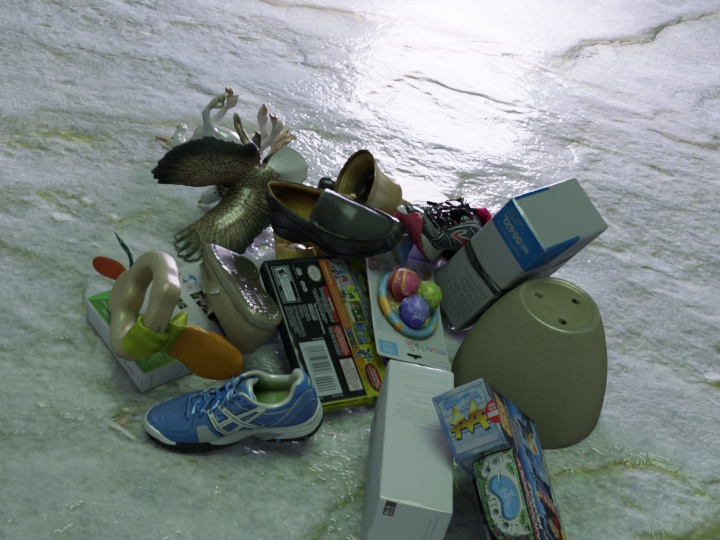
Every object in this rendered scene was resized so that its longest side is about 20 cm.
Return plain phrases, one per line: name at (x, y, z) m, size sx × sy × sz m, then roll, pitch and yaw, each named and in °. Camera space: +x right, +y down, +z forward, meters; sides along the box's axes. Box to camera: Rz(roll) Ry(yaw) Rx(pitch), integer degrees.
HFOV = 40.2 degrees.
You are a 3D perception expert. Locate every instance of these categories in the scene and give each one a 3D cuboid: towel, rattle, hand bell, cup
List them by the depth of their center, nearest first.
rattle at (-0.226, 0.037, 1.152) m, size 0.141 × 0.133 × 0.199 m, roll 5°, pitch 11°, yaw -28°
cup at (0.226, 0.095, 1.221) m, size 0.196 × 0.145 × 0.202 m, roll 9°, pitch 38°, yaw -8°
hand bell at (0.069, -0.086, 1.371) m, size 0.198 × 0.105 × 0.105 m, roll 18°, pitch 32°, yaw -31°
towel at (0.117, -0.070, 1.466) m, size 0.199 × 0.023 × 0.143 m, roll 40°, pitch 33°, yaw 29°

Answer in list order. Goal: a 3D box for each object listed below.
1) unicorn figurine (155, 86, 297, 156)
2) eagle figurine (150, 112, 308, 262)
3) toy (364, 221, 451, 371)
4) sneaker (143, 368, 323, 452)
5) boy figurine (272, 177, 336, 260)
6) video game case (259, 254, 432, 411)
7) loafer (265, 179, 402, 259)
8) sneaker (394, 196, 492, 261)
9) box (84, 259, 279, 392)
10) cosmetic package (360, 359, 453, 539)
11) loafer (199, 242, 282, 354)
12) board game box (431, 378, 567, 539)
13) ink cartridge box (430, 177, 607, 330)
unicorn figurine at (-0.206, -0.201, 1.474) m, size 0.198 × 0.139 × 0.074 m, roll 29°, pitch 21°, yaw -3°
eagle figurine at (-0.182, -0.113, 1.363) m, size 0.151 × 0.152 × 0.200 m, roll 36°, pitch 30°, yaw 5°
toy at (0.064, 0.021, 1.238) m, size 0.114 × 0.047 × 0.202 m, roll 16°, pitch 46°, yaw -30°
sneaker at (-0.141, 0.145, 1.078) m, size 0.196 × 0.078 × 0.076 m, roll -8°, pitch 42°, yaw -4°
boy figurine at (-0.070, -0.053, 1.363) m, size 0.122 × 0.065 × 0.201 m, roll 13°, pitch 37°, yaw 18°
video game case at (-0.014, 0.071, 1.213) m, size 0.178 × 0.026 × 0.202 m, roll -5°, pitch 59°, yaw -29°
loafer at (-0.040, -0.067, 1.244) m, size 0.197 × 0.073 × 0.073 m, roll 10°, pitch 53°, yaw 28°
sneaker at (0.110, -0.064, 1.286) m, size 0.081 × 0.074 × 0.199 m, roll 59°, pitch 23°, yaw 14°
box at (-0.217, 0.059, 1.209) m, size 0.198 × 0.037 × 0.144 m, roll -19°, pitch 49°, yaw -37°
cosmetic package at (0.051, 0.207, 1.052) m, size 0.080 × 0.114 × 0.202 m, roll 10°, pitch 40°, yaw -4°
loafer at (-0.156, 0.031, 1.180) m, size 0.075 × 0.069 × 0.200 m, roll 23°, pitch 15°, yaw -30°
board game box at (0.146, 0.210, 1.016) m, size 0.061 × 0.200 × 0.202 m, roll -23°, pitch 48°, yaw 16°
ink cartridge box at (0.201, -0.020, 1.288) m, size 0.145 × 0.200 × 0.085 m, roll -19°, pitch 71°, yaw -43°
